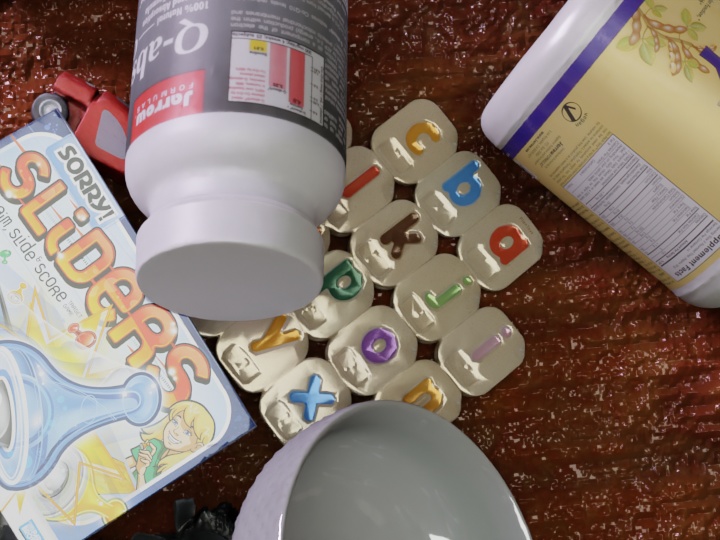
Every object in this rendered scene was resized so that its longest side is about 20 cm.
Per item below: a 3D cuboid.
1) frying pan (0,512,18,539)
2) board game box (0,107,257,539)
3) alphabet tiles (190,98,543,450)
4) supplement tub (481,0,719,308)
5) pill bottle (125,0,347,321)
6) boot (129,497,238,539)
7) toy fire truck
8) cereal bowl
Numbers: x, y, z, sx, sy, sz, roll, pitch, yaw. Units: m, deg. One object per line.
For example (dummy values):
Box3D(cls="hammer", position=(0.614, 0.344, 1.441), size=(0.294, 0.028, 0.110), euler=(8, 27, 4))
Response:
Box3D(cls="frying pan", position=(-0.202, 0.152, 0.758), size=(0.115, 0.031, 0.190), euler=(-45, 67, 7))
Box3D(cls="board game box", position=(-0.164, 0.035, 0.732), size=(0.135, 0.034, 0.200), euler=(-33, 89, -12))
Box3D(cls="alphabet tiles", position=(0.000, 0.000, 0.799), size=(0.195, 0.015, 0.200), euler=(-39, 88, -13))
Box3D(cls="supplement tub", position=(0.182, -0.072, 0.755), size=(0.200, 0.145, 0.146), euler=(39, 86, 1))
Box3D(cls="pill bottle", position=(-0.064, -0.084, 0.734), size=(0.115, 0.116, 0.201), euler=(1, 64, -2))
Box3D(cls="boot", position=(-0.089, 0.239, 0.762), size=(0.162, 0.073, 0.199), euler=(-34, 82, -1))
Box3D(cls="toy fire truck", position=(-0.153, 0.005, 0.784), size=(0.141, 0.049, 0.201), euler=(27, 80, -8))
Box3D(cls="cereal bowl", position=(0.005, 0.174, 0.720), size=(0.083, 0.200, 0.201), euler=(-26, 86, 39))
